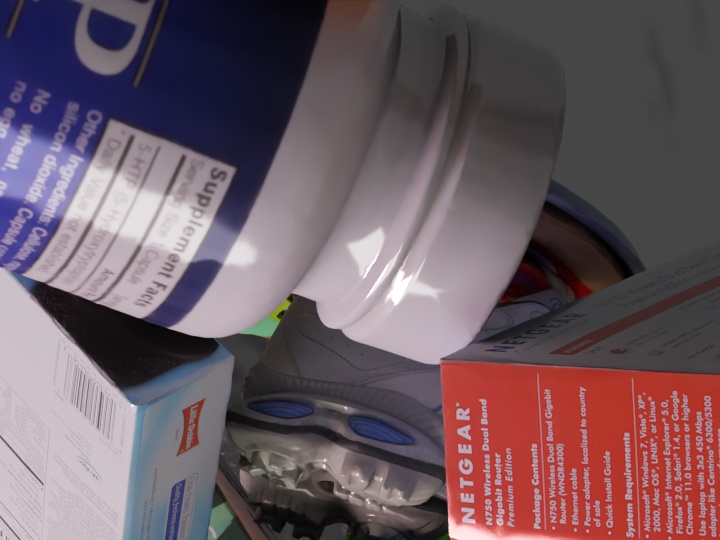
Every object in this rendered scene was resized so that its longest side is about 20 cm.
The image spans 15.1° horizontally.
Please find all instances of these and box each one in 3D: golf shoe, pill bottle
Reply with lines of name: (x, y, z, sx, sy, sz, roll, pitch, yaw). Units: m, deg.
golf shoe: (0.063, 0.048, 0.815, 0.199, 0.098, 0.078, 18, 152, 6)
pill bottle: (-0.056, -0.051, 0.690, 0.199, 0.120, 0.120, 20, 159, -15)

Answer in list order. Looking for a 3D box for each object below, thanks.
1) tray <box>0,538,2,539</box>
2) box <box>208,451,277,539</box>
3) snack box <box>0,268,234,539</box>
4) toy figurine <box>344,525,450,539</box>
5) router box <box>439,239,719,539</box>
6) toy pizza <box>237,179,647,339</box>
tray: (-0.127, 0.068, 1.019, 0.200, 0.022, 0.107, 52, -170, -20)
box: (-0.051, 0.111, 1.046, 0.200, 0.036, 0.144, 53, 177, 28)
snack box: (-0.115, 0.007, 0.794, 0.200, 0.037, 0.116, 44, 144, 27)
toy figurine: (0.124, 0.126, 1.004, 0.199, 0.151, 0.184, -20, 146, 33)
router box: (0.146, 0.030, 0.713, 0.179, 0.049, 0.200, 2, -169, 32)
toy pizza: (0.000, 0.000, 0.906, 0.199, 0.032, 0.200, 13, 160, 5)
